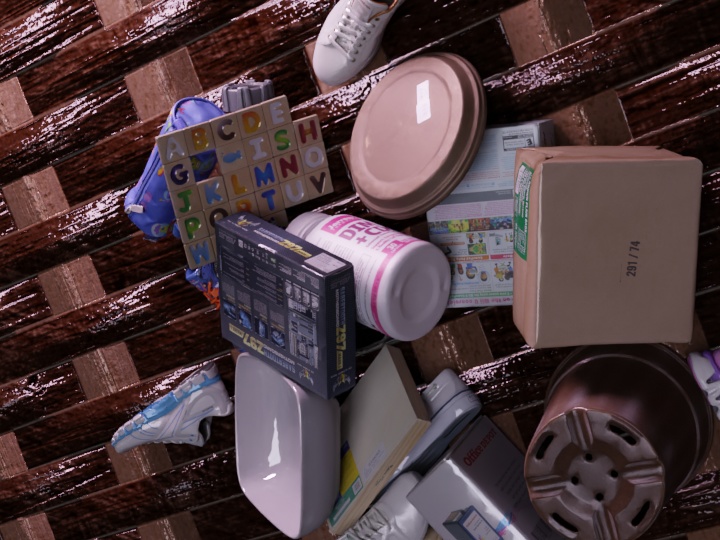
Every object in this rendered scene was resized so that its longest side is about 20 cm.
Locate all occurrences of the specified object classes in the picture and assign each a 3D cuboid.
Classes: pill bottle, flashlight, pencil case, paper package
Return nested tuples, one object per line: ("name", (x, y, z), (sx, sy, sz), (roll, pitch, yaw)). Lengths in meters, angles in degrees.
("pill bottle", (0.000, 0.000, 1.471), (0.198, 0.112, 0.115), (20, 112, 43))
("flashlight", (-0.130, -0.130, 1.558), (0.067, 0.067, 0.204), (6, 110, 30))
("pencil case", (-0.230, -0.123, 1.556), (0.079, 0.086, 0.200), (56, 136, 16))
("paper package", (0.258, -0.026, 1.349), (0.187, 0.104, 0.204), (-2, 104, -9))

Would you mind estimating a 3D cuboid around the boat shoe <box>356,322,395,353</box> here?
("boat shoe", (-0.041, 0.076, 1.563), (0.197, 0.064, 0.072), (-13, 97, 27))

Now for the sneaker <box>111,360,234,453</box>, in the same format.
("sneaker", (-0.248, 0.207, 1.683), (0.199, 0.075, 0.087), (-34, 94, 26))

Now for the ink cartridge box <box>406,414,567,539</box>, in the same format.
("ink cartridge box", (0.167, 0.286, 1.478), (0.200, 0.145, 0.088), (48, 116, 5))

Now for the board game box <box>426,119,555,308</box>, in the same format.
("board game box", (0.153, -0.063, 1.449), (0.145, 0.064, 0.204), (-3, 100, 25))

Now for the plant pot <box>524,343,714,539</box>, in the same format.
("plant pot", (0.273, 0.192, 1.382), (0.197, 0.198, 0.204), (5, 104, 22))

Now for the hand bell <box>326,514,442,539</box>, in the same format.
("hand bell", (0.039, 0.332, 1.592), (0.197, 0.104, 0.106), (9, 106, 34))

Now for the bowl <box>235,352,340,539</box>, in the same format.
("bowl", (-0.086, 0.205, 1.557), (0.199, 0.074, 0.204), (23, 118, 58))

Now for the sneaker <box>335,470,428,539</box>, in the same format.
("sneaker", (0.015, 0.327, 1.518), (0.070, 0.080, 0.202), (45, 111, 44))

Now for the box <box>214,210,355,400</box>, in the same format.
("box", (-0.088, 0.037, 1.463), (0.199, 0.051, 0.160), (26, 126, 41))

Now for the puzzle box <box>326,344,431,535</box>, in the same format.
("puzzle box", (0.006, 0.208, 1.551), (0.201, 0.025, 0.134), (-55, 35, 25))

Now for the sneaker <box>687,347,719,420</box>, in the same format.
("sneaker", (0.439, 0.161, 1.375), (0.088, 0.080, 0.202), (-30, 92, 10))

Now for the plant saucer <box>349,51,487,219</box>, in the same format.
("plant saucer", (0.057, -0.157, 1.425), (0.198, 0.029, 0.203), (-22, 57, 38))

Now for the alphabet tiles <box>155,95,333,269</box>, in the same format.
("alphabet tiles", (-0.131, -0.109, 1.505), (0.197, 0.008, 0.170), (-20, 115, -16))

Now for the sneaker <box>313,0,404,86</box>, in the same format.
("sneaker", (-0.002, -0.295, 1.450), (0.073, 0.085, 0.201), (41, 116, 7))

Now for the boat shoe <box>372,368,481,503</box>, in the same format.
("boat shoe", (0.068, 0.202, 1.554), (0.200, 0.073, 0.067), (-46, 62, 20))

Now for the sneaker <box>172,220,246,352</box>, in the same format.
("sneaker", (-0.182, 0.011, 1.590), (0.075, 0.078, 0.203), (-16, 96, 56))
